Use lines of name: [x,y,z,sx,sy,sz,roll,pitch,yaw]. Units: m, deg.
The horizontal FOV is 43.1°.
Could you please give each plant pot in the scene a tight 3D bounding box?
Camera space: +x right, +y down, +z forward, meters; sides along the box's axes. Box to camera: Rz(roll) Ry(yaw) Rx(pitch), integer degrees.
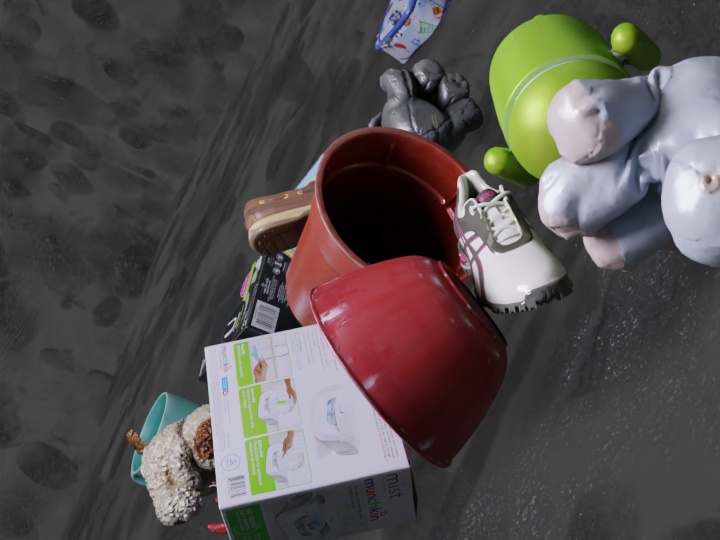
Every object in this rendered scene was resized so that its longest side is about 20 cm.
plant pot: [0.013,-0.019,1.007,0.195,0.200,0.201,126,160,-52]

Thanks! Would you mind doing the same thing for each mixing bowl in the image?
mixing bowl: [0.058,0.060,0.806,0.108,0.200,0.200,-40,24,9]

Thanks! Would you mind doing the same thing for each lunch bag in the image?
lunch bag: [0.090,-0.442,1.485,0.160,0.075,0.200,-27,41,65]

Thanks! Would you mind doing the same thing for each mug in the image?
mug: [-0.329,0.310,1.626,0.185,0.114,0.152,-32,38,60]

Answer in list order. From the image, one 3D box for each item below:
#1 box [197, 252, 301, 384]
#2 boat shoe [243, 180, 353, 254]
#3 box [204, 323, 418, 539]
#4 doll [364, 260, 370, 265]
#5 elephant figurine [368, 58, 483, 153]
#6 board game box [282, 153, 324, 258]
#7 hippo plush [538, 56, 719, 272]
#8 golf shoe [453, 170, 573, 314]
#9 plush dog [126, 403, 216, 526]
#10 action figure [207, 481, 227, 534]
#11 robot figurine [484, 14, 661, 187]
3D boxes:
box: [-0.142,0.090,1.373,0.200,0.124,0.149,-44,27,49]
boat shoe: [-0.045,-0.082,1.106,0.072,0.200,0.068,91,160,-57]
box: [-0.053,0.155,0.892,0.200,0.176,0.097,-108,8,-47]
doll: [0.000,0.000,1.217,0.200,0.048,0.137,-54,11,14]
elephant figurine: [0.064,-0.158,1.162,0.142,0.155,0.200,59,150,15]
board game box: [-0.050,-0.065,1.243,0.105,0.103,0.200,-52,1,-11]
hippo plush: [0.231,-0.055,0.579,0.200,0.160,0.161,-27,36,-13]
golf shoe: [0.123,-0.025,0.819,0.077,0.088,0.200,-21,23,-5]
plush dog: [-0.244,0.260,1.369,0.172,0.161,0.200,-39,-2,11]
action figure: [-0.180,0.303,1.267,0.200,0.099,0.065,-43,29,44]
robot figurine: [0.179,-0.153,0.812,0.175,0.116,0.200,-43,27,24]
